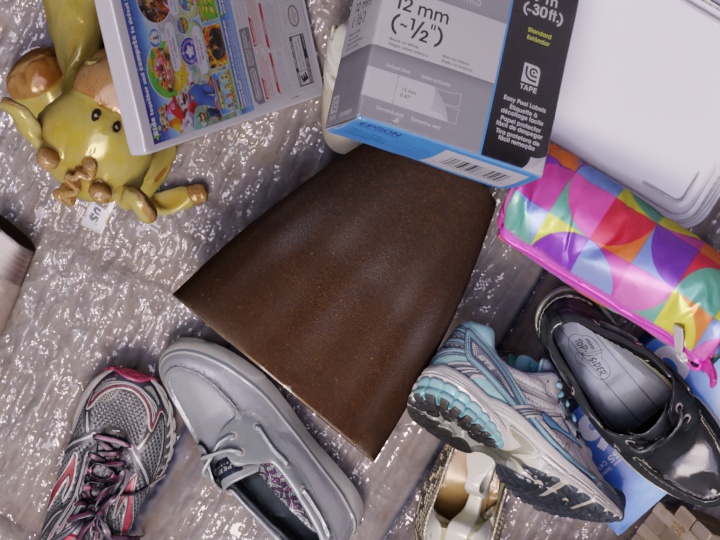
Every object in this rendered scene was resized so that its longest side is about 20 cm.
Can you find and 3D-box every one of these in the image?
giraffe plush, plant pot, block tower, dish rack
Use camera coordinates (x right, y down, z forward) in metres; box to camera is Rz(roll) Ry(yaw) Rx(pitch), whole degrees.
[{"bbox_3d":[-0.181,-0.109,1.562,0.171,0.162,0.201,8,101,3],"label":"giraffe plush"},{"bbox_3d":[0.000,0.000,1.575,0.187,0.187,0.200,40,87,-4],"label":"plant pot"},{"bbox_3d":[0.200,0.264,1.649,0.200,0.058,0.054,-54,49,11],"label":"block tower"},{"bbox_3d":[0.198,-0.137,1.589,0.199,0.044,0.172,30,101,-3],"label":"dish rack"}]

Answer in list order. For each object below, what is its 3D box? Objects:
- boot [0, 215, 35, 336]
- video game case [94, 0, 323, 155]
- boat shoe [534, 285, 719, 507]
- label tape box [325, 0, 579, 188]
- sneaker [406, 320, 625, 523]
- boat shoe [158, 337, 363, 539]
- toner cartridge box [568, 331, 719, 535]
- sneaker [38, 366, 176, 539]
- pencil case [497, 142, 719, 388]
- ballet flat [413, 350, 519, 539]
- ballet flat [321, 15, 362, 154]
[{"bbox_3d":[-0.344,-0.011,1.644,0.200,0.070,0.146,42,103,-4],"label":"boot"},{"bbox_3d":[-0.105,-0.172,1.538,0.018,0.200,0.144,-4,103,38],"label":"video game case"},{"bbox_3d":[0.199,0.097,1.577,0.074,0.066,0.200,-36,95,9],"label":"boat shoe"},{"bbox_3d":[0.070,-0.173,1.513,0.143,0.066,0.201,16,80,-20],"label":"label tape box"},{"bbox_3d":[0.128,0.109,1.570,0.200,0.077,0.087,39,66,-28],"label":"sneaker"},{"bbox_3d":[-0.080,0.137,1.640,0.201,0.072,0.070,47,126,-6],"label":"boat shoe"},{"bbox_3d":[0.232,0.093,1.629,0.200,0.043,0.095,-44,95,11],"label":"toner cartridge box"},{"bbox_3d":[-0.193,0.169,1.660,0.080,0.075,0.201,17,103,1],"label":"sneaker"},{"bbox_3d":[0.189,-0.007,1.560,0.199,0.088,0.089,35,102,11],"label":"pencil case"},{"bbox_3d":[0.082,0.158,1.638,0.067,0.075,0.201,16,102,0],"label":"ballet flat"},{"bbox_3d":[0.013,-0.181,1.580,0.069,0.069,0.201,27,97,-1],"label":"ballet flat"}]
